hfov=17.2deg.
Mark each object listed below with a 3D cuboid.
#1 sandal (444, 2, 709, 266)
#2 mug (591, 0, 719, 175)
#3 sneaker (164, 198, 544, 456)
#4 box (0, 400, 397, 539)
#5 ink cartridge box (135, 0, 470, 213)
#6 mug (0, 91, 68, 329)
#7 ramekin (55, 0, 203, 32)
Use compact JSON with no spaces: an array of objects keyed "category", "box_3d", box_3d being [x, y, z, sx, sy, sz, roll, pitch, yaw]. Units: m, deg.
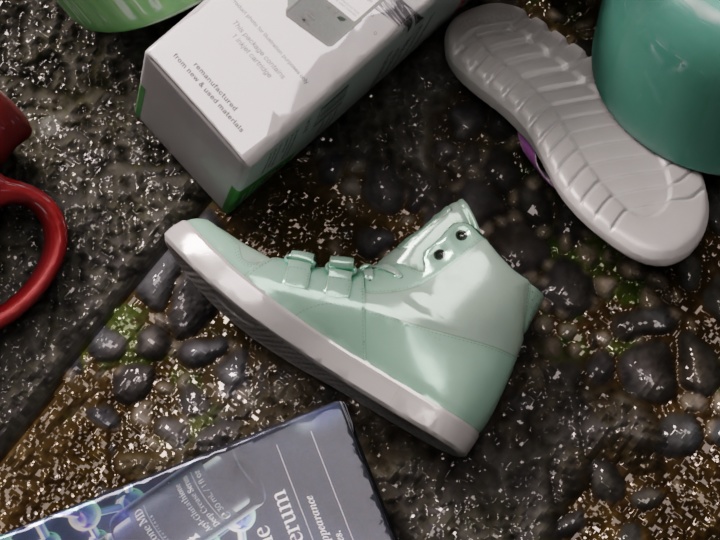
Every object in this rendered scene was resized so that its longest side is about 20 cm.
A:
[{"category":"sandal","box_3d":[0.121,-0.072,1.321,0.082,0.050,0.203,-24,58,-21]},{"category":"mug","box_3d":[0.221,-0.149,1.286,0.184,0.115,0.152,-26,60,-23]},{"category":"sneaker","box_3d":[0.000,0.000,1.284,0.200,0.074,0.119,31,81,5]},{"category":"box","box_3d":[-0.070,0.179,1.205,0.199,0.107,0.149,-22,70,-3]},{"category":"ink cartridge box","box_3d":[-0.020,-0.135,1.293,0.200,0.146,0.084,-42,88,-12]},{"category":"mug","box_3d":[-0.269,-0.020,1.286,0.177,0.134,0.200,28,77,16]},{"category":"ramekin","box_3d":[-0.110,-0.222,1.320,0.199,0.098,0.200,-26,29,16]}]
